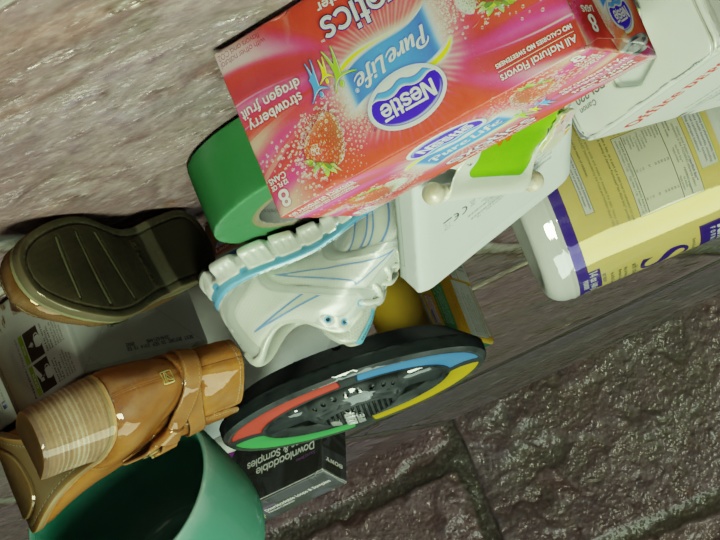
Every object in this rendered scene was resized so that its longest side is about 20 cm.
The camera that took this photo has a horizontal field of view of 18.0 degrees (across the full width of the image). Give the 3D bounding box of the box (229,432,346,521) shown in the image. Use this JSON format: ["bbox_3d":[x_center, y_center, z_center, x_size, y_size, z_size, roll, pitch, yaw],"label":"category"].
[{"bbox_3d":[-0.074,0.110,1.877,0.143,0.201,0.036,-28,136,33],"label":"box"}]

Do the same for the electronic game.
[{"bbox_3d":[-0.005,0.088,1.623,0.199,0.042,0.200,-18,167,-4],"label":"electronic game"}]

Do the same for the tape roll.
[{"bbox_3d":[-0.007,-0.079,1.414,0.200,0.048,0.200,-21,170,-4],"label":"tape roll"}]

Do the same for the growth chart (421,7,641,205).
[{"bbox_3d":[0.108,-0.115,1.305,0.145,0.018,0.200,-18,144,-48],"label":"growth chart"}]

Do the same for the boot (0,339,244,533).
[{"bbox_3d":[-0.165,0.107,1.552,0.155,0.077,0.200,-21,161,-23],"label":"boot"}]

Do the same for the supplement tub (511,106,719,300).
[{"bbox_3d":[0.198,-0.079,1.590,0.199,0.146,0.145,-22,170,1],"label":"supplement tub"}]

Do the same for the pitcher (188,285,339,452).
[{"bbox_3d":[-0.124,0.087,1.747,0.200,0.121,0.172,-10,134,-47],"label":"pitcher"}]

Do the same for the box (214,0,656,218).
[{"bbox_3d":[0.038,-0.112,1.178,0.200,0.100,0.095,-27,170,28],"label":"box"}]

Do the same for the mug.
[{"bbox_3d":[-0.149,0.179,1.632,0.152,0.185,0.114,-34,132,7],"label":"mug"}]

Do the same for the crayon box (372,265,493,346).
[{"bbox_3d":[0.036,0.004,1.730,0.051,0.126,0.200,-24,170,12],"label":"crayon box"}]

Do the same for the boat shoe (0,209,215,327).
[{"bbox_3d":[-0.170,0.009,1.444,0.068,0.072,0.200,-29,169,28],"label":"boat shoe"}]

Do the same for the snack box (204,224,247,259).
[{"bbox_3d":[-0.011,-0.042,1.541,0.199,0.072,0.024,-25,130,11],"label":"snack box"}]

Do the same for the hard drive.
[{"bbox_3d":[0.074,-0.081,1.351,0.132,0.026,0.200,-38,154,-18],"label":"hard drive"}]

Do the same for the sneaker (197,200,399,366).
[{"bbox_3d":[0.000,0.000,1.463,0.200,0.087,0.075,-27,168,12],"label":"sneaker"}]

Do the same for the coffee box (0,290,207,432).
[{"bbox_3d":[-0.217,0.064,1.607,0.113,0.080,0.200,-11,164,-44],"label":"coffee box"}]

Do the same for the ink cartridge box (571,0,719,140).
[{"bbox_3d":[0.232,-0.160,1.412,0.200,0.085,0.146,-18,169,-36],"label":"ink cartridge box"}]
